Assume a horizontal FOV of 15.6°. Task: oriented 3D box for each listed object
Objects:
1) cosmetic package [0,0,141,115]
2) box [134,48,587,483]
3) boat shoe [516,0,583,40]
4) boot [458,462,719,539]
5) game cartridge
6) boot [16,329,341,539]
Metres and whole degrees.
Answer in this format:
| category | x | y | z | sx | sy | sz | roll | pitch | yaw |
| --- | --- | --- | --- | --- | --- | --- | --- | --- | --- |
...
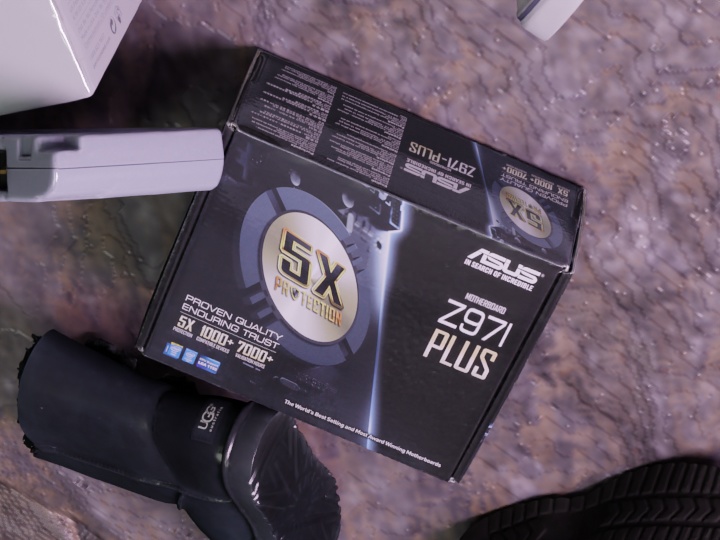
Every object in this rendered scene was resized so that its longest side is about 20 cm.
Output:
| category | x | y | z | sx | sy | sz | roll | pitch | yaw |
| --- | --- | --- | --- | --- | --- | --- | --- | --- | --- |
| cosmetic package | -0.244 | -0.184 | 1.341 | 0.199 | 0.123 | 0.201 | -10 | 122 | 18 |
| box | 0.000 | 0.000 | 1.437 | 0.199 | 0.086 | 0.164 | 23 | 124 | -4 |
| boat shoe | 0.114 | -0.207 | 1.284 | 0.066 | 0.072 | 0.200 | 27 | 124 | -2 |
| boot | 0.172 | 0.191 | 1.546 | 0.199 | 0.078 | 0.139 | -11 | 126 | 34 |
| game cartridge | -0.172 | -0.057 | 1.381 | 0.200 | 0.133 | 0.041 | 3 | 100 | 45 |
| boot | -0.108 | 0.115 | 1.548 | 0.168 | 0.077 | 0.200 | 18 | 153 | 23 |
